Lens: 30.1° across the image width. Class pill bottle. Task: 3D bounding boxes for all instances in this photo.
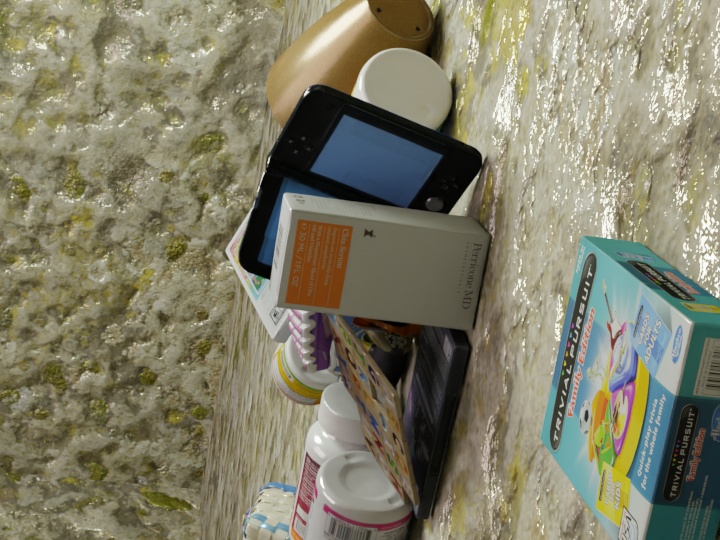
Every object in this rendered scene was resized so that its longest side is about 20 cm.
[{"bbox_3d":[-0.011,0.313,1.494,0.114,0.112,0.201,-101,21,-59],"label":"pill bottle"},{"bbox_3d":[-0.018,0.241,1.590,0.110,0.109,0.201,-105,24,-63],"label":"pill bottle"},{"bbox_3d":[0.031,-0.162,1.578,0.200,0.112,0.114,117,158,-61],"label":"pill bottle"},{"bbox_3d":[-0.067,0.132,1.920,0.200,0.110,0.112,129,147,-71],"label":"pill bottle"}]

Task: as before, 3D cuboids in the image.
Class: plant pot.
[{"bbox_3d":[0.004,-0.265,1.677,0.200,0.185,0.187,131,147,-49],"label":"plant pot"}]

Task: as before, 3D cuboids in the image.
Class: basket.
[{"bbox_3d":[-0.090,0.369,1.868,0.200,0.138,0.178,-27,-48,-61],"label":"basket"}]

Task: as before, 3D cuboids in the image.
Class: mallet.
[{"bbox_3d":[-0.035,0.081,1.610,0.041,0.199,0.066,-48,-29,-47],"label":"mallet"}]

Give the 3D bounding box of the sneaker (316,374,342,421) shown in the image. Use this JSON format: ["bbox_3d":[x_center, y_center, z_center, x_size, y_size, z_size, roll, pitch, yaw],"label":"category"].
[{"bbox_3d":[-0.018,0.196,1.689,0.077,0.083,0.201,-95,16,-51],"label":"sneaker"}]

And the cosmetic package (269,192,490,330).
[{"bbox_3d":[0.017,-0.008,1.314,0.071,0.198,0.102,-118,36,-71],"label":"cosmetic package"}]

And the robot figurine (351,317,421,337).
[{"bbox_3d":[0.000,0.000,1.510,0.199,0.058,0.146,24,93,48],"label":"robot figurine"}]

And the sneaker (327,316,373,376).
[{"bbox_3d":[-0.001,0.093,1.682,0.076,0.077,0.200,-54,-22,-21],"label":"sneaker"}]

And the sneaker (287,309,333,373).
[{"bbox_3d":[-0.032,0.015,1.439,0.080,0.088,0.202,-134,42,-64],"label":"sneaker"}]

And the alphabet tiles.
[{"bbox_3d":[0.013,0.146,1.385,0.167,0.008,0.201,52,160,46],"label":"alphabet tiles"}]

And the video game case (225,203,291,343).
[{"bbox_3d":[-0.073,-0.047,1.546,0.201,0.024,0.182,-56,39,20],"label":"video game case"}]

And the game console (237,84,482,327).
[{"bbox_3d":[0.001,-0.062,1.343,0.119,0.199,0.171,-85,22,-43],"label":"game console"}]

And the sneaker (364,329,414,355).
[{"bbox_3d":[0.043,-0.004,1.545,0.089,0.076,0.202,144,130,-61],"label":"sneaker"}]

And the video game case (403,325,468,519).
[{"bbox_3d":[0.074,0.138,1.413,0.143,0.019,0.201,-107,24,-66],"label":"video game case"}]

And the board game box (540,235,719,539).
[{"bbox_3d":[0.174,0.077,0.839,0.200,0.047,0.152,-120,39,-73],"label":"board game box"}]
